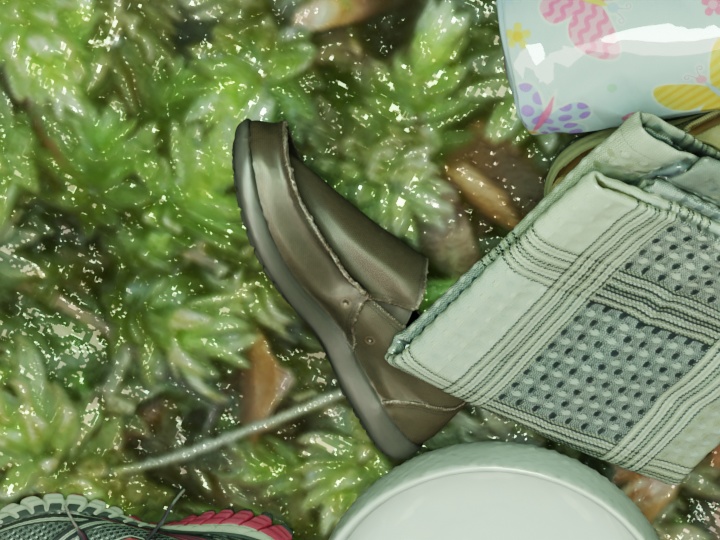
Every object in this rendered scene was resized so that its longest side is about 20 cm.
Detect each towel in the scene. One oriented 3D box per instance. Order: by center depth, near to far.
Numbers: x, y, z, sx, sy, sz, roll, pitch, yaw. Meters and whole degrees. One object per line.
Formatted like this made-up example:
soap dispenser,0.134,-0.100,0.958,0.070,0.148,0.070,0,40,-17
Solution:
towel,0.144,0.024,1.089,0.192,0.035,0.200,25,130,-25

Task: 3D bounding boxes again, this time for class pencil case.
pencil case,0.163,-0.121,1.059,0.199,0.091,0.083,-10,147,11

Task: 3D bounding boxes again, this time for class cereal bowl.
cereal bowl,0.072,0.177,1.186,0.199,0.083,0.201,2,110,6

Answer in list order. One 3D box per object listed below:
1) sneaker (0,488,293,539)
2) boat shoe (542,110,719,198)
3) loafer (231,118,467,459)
sneaker,-0.133,0.168,1.215,0.199,0.075,0.081,-4,110,10
boat shoe,0.185,-0.048,1.091,0.199,0.074,0.076,-20,107,14
loafer,0.000,0.000,1.142,0.071,0.073,0.201,-26,114,11
